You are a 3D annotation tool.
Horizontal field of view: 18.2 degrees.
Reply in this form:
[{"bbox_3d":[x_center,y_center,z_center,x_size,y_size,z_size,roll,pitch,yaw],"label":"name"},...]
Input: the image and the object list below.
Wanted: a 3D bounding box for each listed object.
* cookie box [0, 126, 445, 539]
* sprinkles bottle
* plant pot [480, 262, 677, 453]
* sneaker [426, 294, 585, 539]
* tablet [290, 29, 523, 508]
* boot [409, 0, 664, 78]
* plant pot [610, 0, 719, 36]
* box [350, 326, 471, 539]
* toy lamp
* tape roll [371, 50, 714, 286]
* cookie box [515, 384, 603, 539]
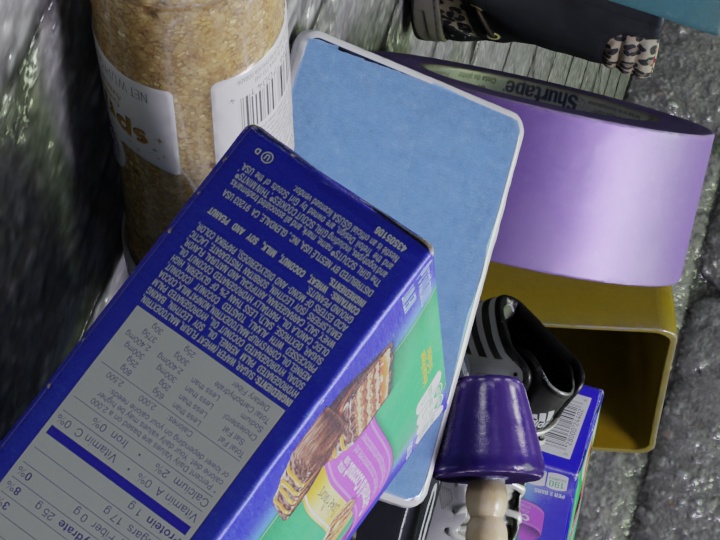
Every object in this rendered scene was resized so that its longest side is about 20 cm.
[{"bbox_3d":[-0.058,0.080,0.725,0.200,0.075,0.171,-53,165,-14],"label":"cookie box"},{"bbox_3d":[-0.055,-0.057,0.775,0.201,0.068,0.069,90,17,-56],"label":"sprinkles bottle"},{"bbox_3d":[0.110,0.000,1.528,0.200,0.198,0.178,86,9,-63],"label":"plant pot"},{"bbox_3d":[0.066,0.105,1.214,0.115,0.075,0.202,-34,-129,51],"label":"sneaker"},{"bbox_3d":[0.000,0.000,1.067,0.014,0.129,0.202,-3,-111,64],"label":"tablet"},{"bbox_3d":[0.106,-0.190,1.285,0.204,0.153,0.074,89,18,-59],"label":"boot"},{"bbox_3d":[0.071,-0.210,0.898,0.142,0.198,0.142,-66,167,-47],"label":"plant pot"},{"bbox_3d":[-0.020,0.121,1.141,0.122,0.105,0.202,58,47,-77],"label":"box"},{"bbox_3d":[0.061,0.152,1.080,0.058,0.058,0.202,58,33,-77],"label":"toy lamp"},{"bbox_3d":[0.089,-0.058,1.239,0.200,0.198,0.086,-35,139,-76],"label":"tape roll"},{"bbox_3d":[0.057,0.142,1.439,0.201,0.170,0.075,94,17,-48],"label":"cookie box"}]
